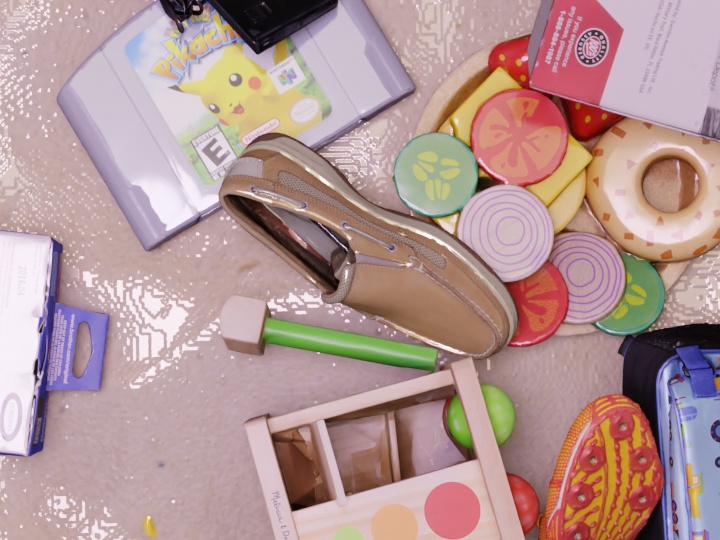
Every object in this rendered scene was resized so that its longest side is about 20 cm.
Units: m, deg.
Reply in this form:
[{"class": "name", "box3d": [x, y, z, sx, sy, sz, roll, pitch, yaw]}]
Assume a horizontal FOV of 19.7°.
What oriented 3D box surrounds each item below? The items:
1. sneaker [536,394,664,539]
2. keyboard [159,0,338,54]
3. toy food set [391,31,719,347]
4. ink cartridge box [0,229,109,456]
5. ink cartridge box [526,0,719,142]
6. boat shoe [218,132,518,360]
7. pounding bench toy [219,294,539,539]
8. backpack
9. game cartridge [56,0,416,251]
[{"class": "sneaker", "box3d": [0.129, 0.150, 1.218, 0.073, 0.077, 0.200, -10, 128, -19]}, {"class": "keyboard", "box3d": [-0.112, -0.208, 1.287, 0.104, 0.040, 0.200, -31, 70, -29]}, {"class": "toy food set", "box3d": [0.125, -0.052, 1.292, 0.200, 0.049, 0.198, 43, 87, 1]}, {"class": "ink cartridge box", "box3d": [-0.258, 0.040, 1.265, 0.199, 0.076, 0.137, 6, 88, -1]}, {"class": "ink cartridge box", "box3d": [0.213, -0.158, 1.221, 0.199, 0.083, 0.147, 16, 111, -3]}, {"class": "boat shoe", "box3d": [0.000, 0.000, 1.242, 0.200, 0.076, 0.072, 31, 125, 1]}, {"class": "pounding bench toy", "box3d": [0.012, 0.094, 1.243, 0.156, 0.124, 0.201, -16, 87, -2]}, {"class": "backpack", "box3d": [0.265, 0.119, 1.239, 0.199, 0.135, 0.183, -2, 93, -9]}, {"class": "game cartridge", "box3d": [-0.083, -0.118, 1.300, 0.200, 0.040, 0.134, -32, 84, -3]}]
